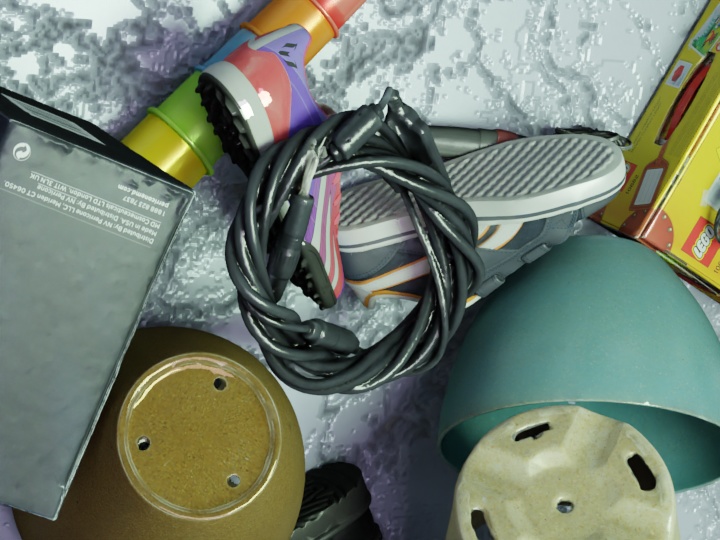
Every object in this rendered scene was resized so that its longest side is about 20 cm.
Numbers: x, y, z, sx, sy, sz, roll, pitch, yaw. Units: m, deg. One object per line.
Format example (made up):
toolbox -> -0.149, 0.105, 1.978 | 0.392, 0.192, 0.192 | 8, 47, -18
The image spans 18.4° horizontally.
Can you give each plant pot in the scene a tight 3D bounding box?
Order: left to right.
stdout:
plant pot -> -0.109, 0.109, 1.305 | 0.184, 0.200, 0.188 | 2, 77, -11
plant pot -> 0.126, 0.185, 1.387 | 0.199, 0.201, 0.184 | -28, 148, -15
plant pot -> 0.151, 0.057, 1.464 | 0.199, 0.200, 0.136 | 16, 64, -26

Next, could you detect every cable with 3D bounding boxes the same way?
cable -> 0.000, 0.000, 1.339 | 0.163, 0.051, 0.201 | -42, 132, -24

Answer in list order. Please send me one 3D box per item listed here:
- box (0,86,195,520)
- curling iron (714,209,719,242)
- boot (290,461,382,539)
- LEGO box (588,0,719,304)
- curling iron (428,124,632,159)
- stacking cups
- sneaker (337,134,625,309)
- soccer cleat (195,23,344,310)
box -> -0.211, 0.006, 1.265 | 0.122, 0.200, 0.200 | 21, 95, -27
curling iron -> 0.301, 0.012, 1.499 | 0.050, 0.026, 0.200 | -46, 120, -3
boot -> -0.053, 0.242, 1.465 | 0.210, 0.079, 0.159 | -28, 113, -15
LEGO box -> 0.272, -0.081, 1.524 | 0.148, 0.077, 0.201 | 31, 90, -27
curling iron -> 0.084, -0.082, 1.464 | 0.198, 0.050, 0.026 | 1, 103, -18
stacking cups -> -0.074, -0.123, 1.377 | 0.200, 0.060, 0.061 | -49, 117, -10
sneaker -> 0.078, -0.029, 1.431 | 0.198, 0.079, 0.080 | -12, 122, 14
soccer cleat -> -0.036, -0.059, 1.359 | 0.073, 0.068, 0.201 | -37, 134, -17
